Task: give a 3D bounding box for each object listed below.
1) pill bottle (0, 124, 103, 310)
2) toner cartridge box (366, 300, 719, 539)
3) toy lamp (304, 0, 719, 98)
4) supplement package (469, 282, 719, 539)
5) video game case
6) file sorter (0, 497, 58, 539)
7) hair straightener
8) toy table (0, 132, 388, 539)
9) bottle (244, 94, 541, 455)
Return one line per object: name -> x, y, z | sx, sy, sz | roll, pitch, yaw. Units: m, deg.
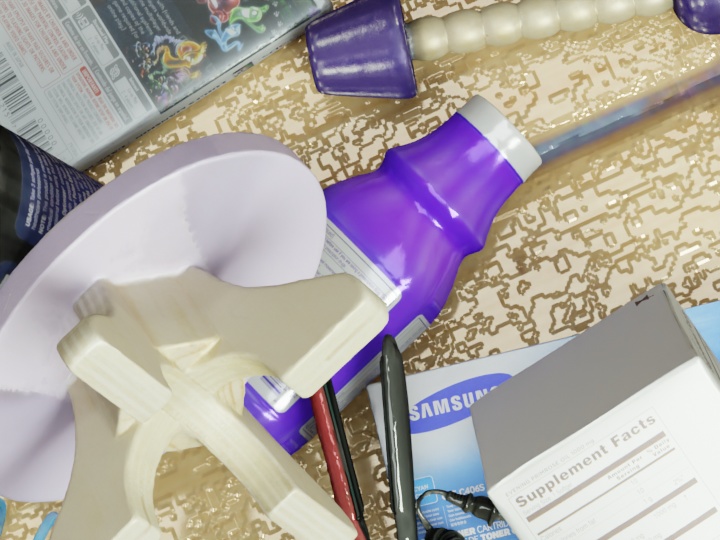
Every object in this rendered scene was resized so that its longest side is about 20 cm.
pill bottle -> -0.170, -0.006, 1.215 | 0.112, 0.200, 0.112 | -22, 53, 33
toner cartridge box -> 0.111, 0.078, 1.275 | 0.200, 0.043, 0.095 | -14, 81, 3
toy lamp -> 0.073, -0.122, 1.297 | 0.200, 0.058, 0.058 | -12, 82, 1
supplement package -> 0.149, 0.126, 1.192 | 0.109, 0.114, 0.200 | -33, 104, 8
video game case -> -0.141, -0.163, 1.336 | 0.182, 0.023, 0.200 | -32, 81, 1
file sorter -> -0.111, 0.188, 1.234 | 0.200, 0.139, 0.123 | 18, 81, 7
hair straightener -> 0.031, 0.126, 1.221 | 0.077, 0.041, 0.200 | -12, 86, 4
toy table -> -0.079, 0.046, 1.150 | 0.200, 0.184, 0.117 | -53, 40, 12
bottle -> 0.000, 0.000, 1.280 | 0.200, 0.065, 0.084 | -44, 67, -2
